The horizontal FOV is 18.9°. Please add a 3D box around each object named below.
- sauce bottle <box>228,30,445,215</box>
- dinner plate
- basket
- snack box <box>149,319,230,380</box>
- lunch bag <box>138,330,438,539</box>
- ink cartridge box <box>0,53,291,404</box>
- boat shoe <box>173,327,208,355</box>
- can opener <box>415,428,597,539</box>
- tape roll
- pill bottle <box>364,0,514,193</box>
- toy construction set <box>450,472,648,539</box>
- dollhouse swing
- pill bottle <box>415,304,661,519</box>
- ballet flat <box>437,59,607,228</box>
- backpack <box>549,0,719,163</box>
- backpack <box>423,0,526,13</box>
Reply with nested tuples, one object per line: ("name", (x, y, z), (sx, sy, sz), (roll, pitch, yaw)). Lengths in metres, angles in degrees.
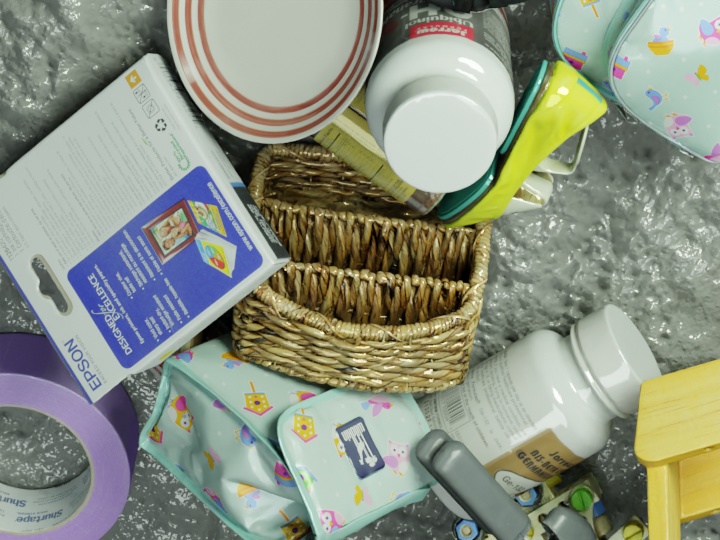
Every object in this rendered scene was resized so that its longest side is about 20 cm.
("sauce bottle", (-0.012, -0.124, 1.693), (0.200, 0.065, 0.065), (37, 116, -5))
("dinner plate", (-0.062, -0.196, 1.627), (0.200, 0.024, 0.201), (3, 95, 35))
("basket", (0.000, 0.000, 1.728), (0.199, 0.143, 0.149), (9, 122, -3))
("snack box", (-0.197, 0.012, 1.812), (0.072, 0.024, 0.200), (-34, 114, 19))
("lunch bag", (-0.049, 0.136, 1.751), (0.200, 0.170, 0.122), (36, 124, 27))
("ink cartridge box", (-0.183, -0.031, 1.699), (0.200, 0.047, 0.198), (-37, 80, 22))
("boat shoe", (-0.158, -0.023, 1.763), (0.064, 0.071, 0.201), (1, 107, 11))
("can opener", (0.125, 0.189, 1.769), (0.067, 0.053, 0.200), (-47, 124, -9))
("tape roll", (-0.295, 0.155, 1.880), (0.199, 0.066, 0.201), (2, 121, 3))
("pill bottle", (0.059, -0.139, 1.609), (0.110, 0.200, 0.111), (1, 120, 1))
("toy construction set", (0.153, 0.247, 1.884), (0.200, 0.092, 0.131), (-32, 90, -1))
("dollhouse swing", (0.304, 0.186, 1.750), (0.181, 0.176, 0.200), (-16, 155, 4))
("pill bottle", (0.147, 0.115, 1.807), (0.200, 0.114, 0.114), (-32, 115, 20))
("ballet flat", (0.125, -0.082, 1.646), (0.067, 0.067, 0.200), (25, 141, -9))
("backpack", (0.240, -0.189, 1.603), (0.200, 0.153, 0.176), (30, 121, -5))
("backpack", (0.090, -0.289, 1.556), (0.166, 0.127, 0.201), (6, 120, 28))
